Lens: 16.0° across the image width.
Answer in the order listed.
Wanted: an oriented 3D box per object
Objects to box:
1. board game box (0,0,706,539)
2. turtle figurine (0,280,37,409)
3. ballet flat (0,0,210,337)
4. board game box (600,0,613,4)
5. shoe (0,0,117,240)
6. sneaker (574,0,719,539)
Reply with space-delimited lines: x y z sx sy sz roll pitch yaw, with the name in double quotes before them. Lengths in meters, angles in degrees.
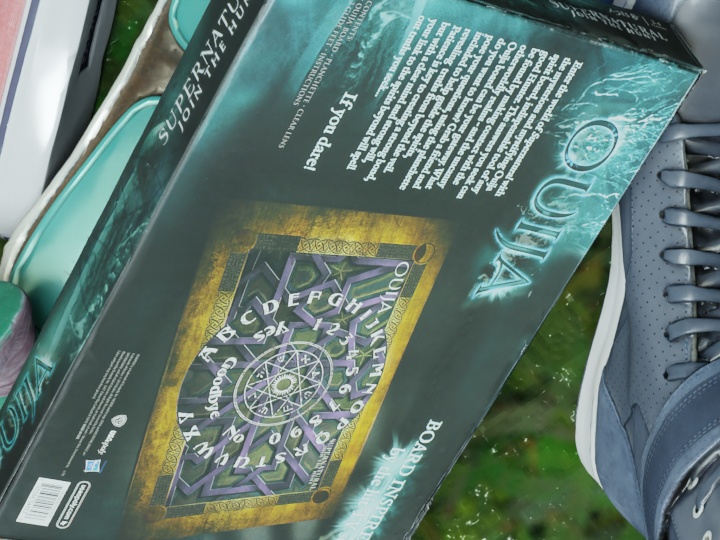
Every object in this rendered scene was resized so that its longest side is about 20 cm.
"board game box" -0.010 0.002 0.713 0.135 0.028 0.200 13 121 -32
"turtle figurine" -0.118 0.088 0.824 0.150 0.101 0.200 0 127 23
"ballet flat" -0.041 -0.056 0.813 0.069 0.069 0.200 39 99 4
"board game box" 0.061 -0.151 0.739 0.039 0.158 0.200 19 100 32
"shoe" -0.120 -0.113 0.816 0.091 0.071 0.200 17 106 4
"sneaker" 0.114 0.010 0.724 0.077 0.146 0.202 -4 117 -10
